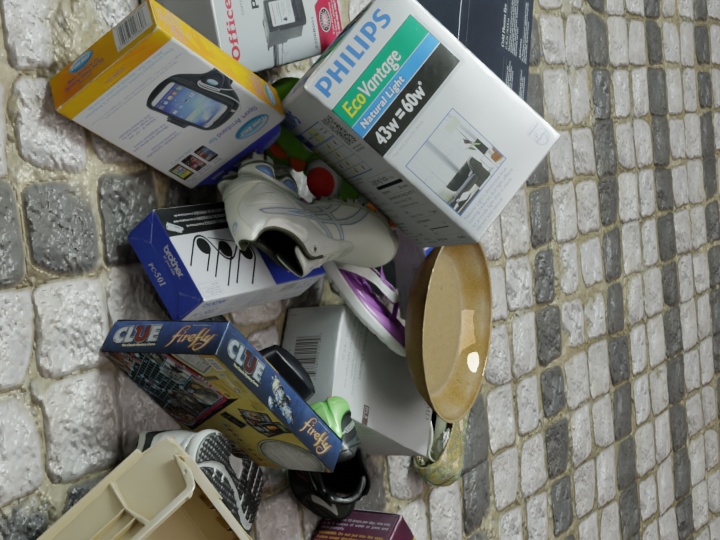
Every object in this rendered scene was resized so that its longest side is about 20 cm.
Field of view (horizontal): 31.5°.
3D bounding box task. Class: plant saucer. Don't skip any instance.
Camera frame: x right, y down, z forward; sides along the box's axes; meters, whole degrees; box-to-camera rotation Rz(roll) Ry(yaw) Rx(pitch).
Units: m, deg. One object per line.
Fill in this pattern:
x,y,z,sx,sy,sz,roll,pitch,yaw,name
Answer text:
0.089,0.056,1.332,0.200,0.035,0.204,4,90,-65,plant saucer

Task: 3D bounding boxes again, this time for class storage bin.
-0.168,0.275,1.033,0.198,0.093,0.201,-41,126,-15,storage bin

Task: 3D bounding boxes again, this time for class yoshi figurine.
-0.032,-0.125,1.288,0.199,0.112,0.113,39,90,-18,yoshi figurine

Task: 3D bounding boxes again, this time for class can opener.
-0.127,0.068,1.198,0.078,0.063,0.200,-41,119,3,can opener

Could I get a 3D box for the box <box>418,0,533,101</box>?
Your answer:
0.119,-0.265,1.534,0.181,0.103,0.204,21,71,-55,box

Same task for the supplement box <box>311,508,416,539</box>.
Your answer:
-0.010,0.368,1.323,0.132,0.102,0.201,60,43,-35,supplement box

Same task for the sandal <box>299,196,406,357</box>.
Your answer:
-0.001,0.001,1.306,0.203,0.050,0.082,51,14,0,sandal

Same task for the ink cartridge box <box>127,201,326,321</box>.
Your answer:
-0.118,-0.014,1.181,0.095,0.044,0.199,59,29,10,ink cartridge box

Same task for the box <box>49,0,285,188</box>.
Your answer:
-0.157,-0.144,1.107,0.199,0.118,0.042,29,33,-53,box

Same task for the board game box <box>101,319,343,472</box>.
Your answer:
-0.120,0.114,1.139,0.200,0.134,0.035,52,49,-42,board game box

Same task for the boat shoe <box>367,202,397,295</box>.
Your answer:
0.014,-0.079,1.408,0.091,0.070,0.202,-55,139,-43,boat shoe

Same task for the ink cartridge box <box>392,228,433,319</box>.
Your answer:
0.075,-0.053,1.386,0.094,0.044,0.203,-38,130,-46,ink cartridge box

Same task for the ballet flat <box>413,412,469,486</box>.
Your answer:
0.100,0.155,1.532,0.070,0.070,0.203,29,65,-52,ballet flat

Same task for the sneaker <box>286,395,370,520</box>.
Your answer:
-0.031,0.206,1.268,0.201,0.076,0.085,84,-15,-55,sneaker

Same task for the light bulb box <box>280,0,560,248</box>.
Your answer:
0.042,-0.131,1.151,0.199,0.198,0.125,41,82,-9,light bulb box

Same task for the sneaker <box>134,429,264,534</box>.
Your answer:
-0.145,0.192,1.164,0.201,0.079,0.075,68,33,-56,sneaker

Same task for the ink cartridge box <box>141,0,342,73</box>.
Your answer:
-0.111,-0.261,1.209,0.199,0.082,0.148,-29,113,-53,ink cartridge box

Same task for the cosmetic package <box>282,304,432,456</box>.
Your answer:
-0.001,0.122,1.362,0.199,0.080,0.115,30,62,-50,cosmetic package

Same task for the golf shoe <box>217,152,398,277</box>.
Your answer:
-0.047,-0.026,1.190,0.198,0.078,0.098,21,48,-32,golf shoe
